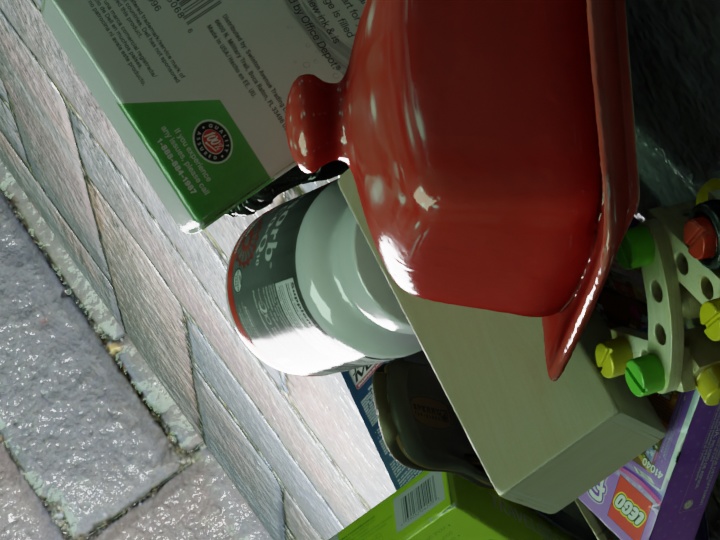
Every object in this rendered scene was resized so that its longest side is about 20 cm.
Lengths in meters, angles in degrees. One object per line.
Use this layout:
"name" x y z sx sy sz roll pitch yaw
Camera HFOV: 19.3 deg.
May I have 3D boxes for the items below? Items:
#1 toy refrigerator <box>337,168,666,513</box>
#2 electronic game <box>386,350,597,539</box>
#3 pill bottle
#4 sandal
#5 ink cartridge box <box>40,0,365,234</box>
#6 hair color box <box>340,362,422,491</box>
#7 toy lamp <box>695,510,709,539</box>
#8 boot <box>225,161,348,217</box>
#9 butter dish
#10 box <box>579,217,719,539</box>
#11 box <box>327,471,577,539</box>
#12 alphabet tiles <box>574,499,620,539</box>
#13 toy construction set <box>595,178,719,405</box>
"toy refrigerator" 0.071 0.018 1.083 0.070 0.076 0.201 26 -149 -56
"electronic game" 0.092 0.108 1.400 0.200 0.042 0.200 40 -171 -7
"pill bottle" 0.000 0.000 1.304 0.116 0.116 0.200 57 156 -6
"sandal" 0.074 0.080 1.245 0.200 0.054 0.082 18 -127 -57
"ink cartridge box" -0.045 -0.134 1.098 0.147 0.199 0.083 57 170 -4
"hair color box" 0.066 0.130 1.466 0.100 0.061 0.201 30 -158 -36
"toy lamp" 0.155 0.094 1.242 0.201 0.058 0.058 61 166 -26
"boot" -0.058 -0.085 1.267 0.210 0.157 0.080 -5 104 58
"butter dish" 0.039 -0.067 0.945 0.200 0.146 0.201 96 174 -71
"box" 0.121 0.037 1.124 0.200 0.039 0.138 44 129 43
"box" 0.083 0.206 1.358 0.199 0.122 0.048 35 -149 -32
"alphabet tiles" 0.167 0.180 1.266 0.201 0.008 0.167 60 -171 8
"toy construction set" 0.181 0.035 0.922 0.200 0.092 0.132 36 137 39
